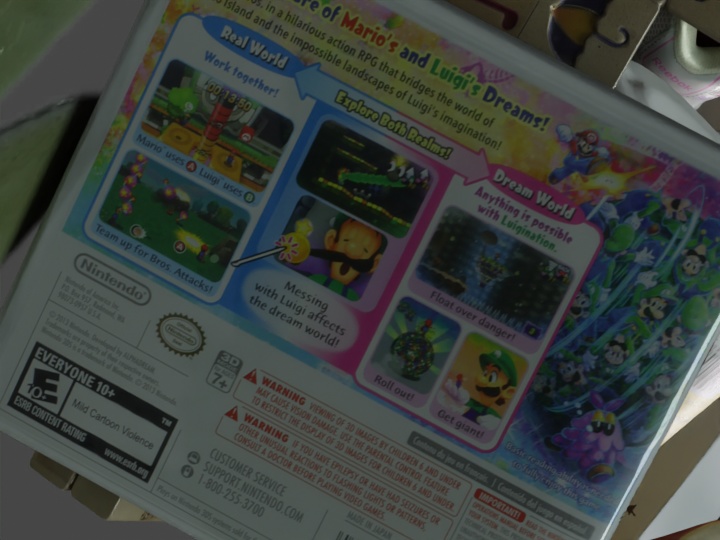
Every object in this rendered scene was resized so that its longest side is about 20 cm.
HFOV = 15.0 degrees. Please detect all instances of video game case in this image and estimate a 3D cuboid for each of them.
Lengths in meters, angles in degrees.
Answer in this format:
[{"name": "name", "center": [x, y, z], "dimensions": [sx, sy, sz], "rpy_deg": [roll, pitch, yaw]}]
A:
[{"name": "video game case", "center": [0.001, 0.008, 0.834], "dimensions": [0.183, 0.199, 0.024], "rpy_deg": [-63, 174, 12]}]

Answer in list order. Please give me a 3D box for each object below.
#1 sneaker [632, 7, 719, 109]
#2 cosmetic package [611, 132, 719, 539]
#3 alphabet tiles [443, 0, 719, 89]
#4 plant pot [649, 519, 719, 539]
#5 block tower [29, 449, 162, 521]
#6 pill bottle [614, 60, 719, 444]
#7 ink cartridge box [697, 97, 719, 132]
[{"name": "sneaker", "center": [0.159, -0.130, 0.955], "dimensions": [0.200, 0.081, 0.088], "rpy_deg": [-54, -164, -1]}, {"name": "cosmetic package", "center": [0.107, 0.021, 1.103], "dimensions": [0.200, 0.150, 0.052], "rpy_deg": [-48, 144, -21]}, {"name": "alphabet tiles", "center": [0.066, -0.134, 0.832], "dimensions": [0.201, 0.167, 0.008], "rpy_deg": [-60, 177, 5]}, {"name": "plant pot", "center": [0.091, 0.178, 0.930], "dimensions": [0.200, 0.200, 0.179], "rpy_deg": [-31, 175, -46]}, {"name": "block tower", "center": [-0.044, -0.018, 0.888], "dimensions": [0.201, 0.054, 0.058], "rpy_deg": [-62, 157, 7]}, {"name": "pill bottle", "center": [0.045, 0.032, 0.910], "dimensions": [0.200, 0.111, 0.111], "rpy_deg": [-42, 161, 17]}, {"name": "ink cartridge box", "center": [0.191, -0.112, 1.049], "dimensions": [0.146, 0.200, 0.085], "rpy_deg": [-53, 156, -11]}]
